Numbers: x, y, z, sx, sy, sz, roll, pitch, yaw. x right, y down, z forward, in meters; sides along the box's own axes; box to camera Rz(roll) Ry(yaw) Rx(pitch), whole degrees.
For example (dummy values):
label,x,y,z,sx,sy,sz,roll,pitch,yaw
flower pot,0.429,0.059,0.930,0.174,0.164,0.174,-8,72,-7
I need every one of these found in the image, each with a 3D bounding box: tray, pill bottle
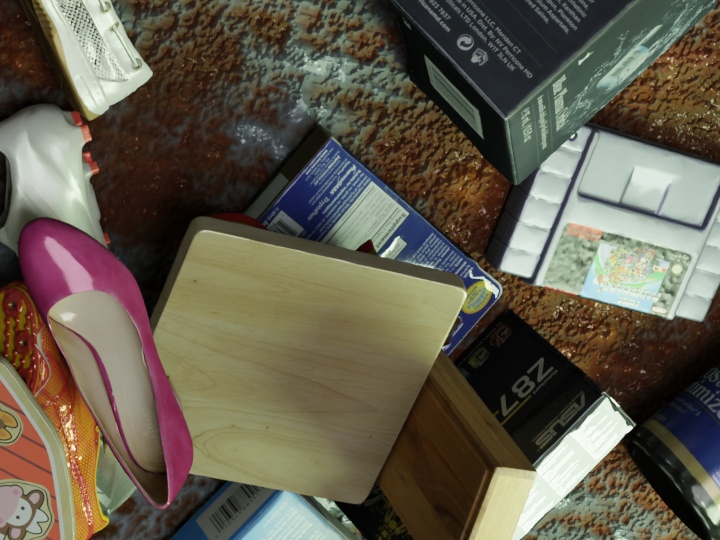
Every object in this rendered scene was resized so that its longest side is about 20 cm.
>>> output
label,x,y,z,sx,sy,sz,roll,pitch,yaw
tray,0.055,0.132,1.657,0.037,0.200,0.099,9,112,-26
pill bottle,0.319,0.114,1.863,0.200,0.112,0.112,-38,122,-6

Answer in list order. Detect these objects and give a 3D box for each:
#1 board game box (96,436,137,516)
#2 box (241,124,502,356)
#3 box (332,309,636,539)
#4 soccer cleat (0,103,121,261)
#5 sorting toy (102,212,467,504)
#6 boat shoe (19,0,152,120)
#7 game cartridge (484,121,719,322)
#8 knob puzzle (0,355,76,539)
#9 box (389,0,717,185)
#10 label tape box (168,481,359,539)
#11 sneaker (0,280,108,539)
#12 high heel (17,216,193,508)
label,x,y,z,sx,sy,sz,roll,pitch,yaw
board game box,-0.249,0.119,1.650,0.105,0.023,0.200,-40,123,-3
box,0.000,0.000,1.709,0.121,0.032,0.200,-49,122,2
box,0.086,0.140,1.736,0.200,0.161,0.049,-45,123,0
soccer cleat,-0.204,-0.015,1.591,0.077,0.069,0.201,-17,111,-11
sorting toy,-0.058,0.052,1.652,0.199,0.070,0.199,13,122,-21
boat shoe,-0.188,-0.194,1.517,0.069,0.071,0.200,-30,130,-12
game cartridge,0.201,-0.036,1.789,0.200,0.038,0.130,13,101,-29
knob puzzle,-0.282,0.142,1.574,0.219,0.030,0.220,2,110,5
box,0.135,-0.181,1.585,0.200,0.197,0.117,-43,79,-3
label tape box,-0.057,0.251,1.774,0.144,0.063,0.200,-45,125,-1
sneaker,-0.218,0.097,1.615,0.077,0.073,0.201,-31,124,-47
high heel,-0.167,0.061,1.536,0.067,0.096,0.200,-18,122,8
